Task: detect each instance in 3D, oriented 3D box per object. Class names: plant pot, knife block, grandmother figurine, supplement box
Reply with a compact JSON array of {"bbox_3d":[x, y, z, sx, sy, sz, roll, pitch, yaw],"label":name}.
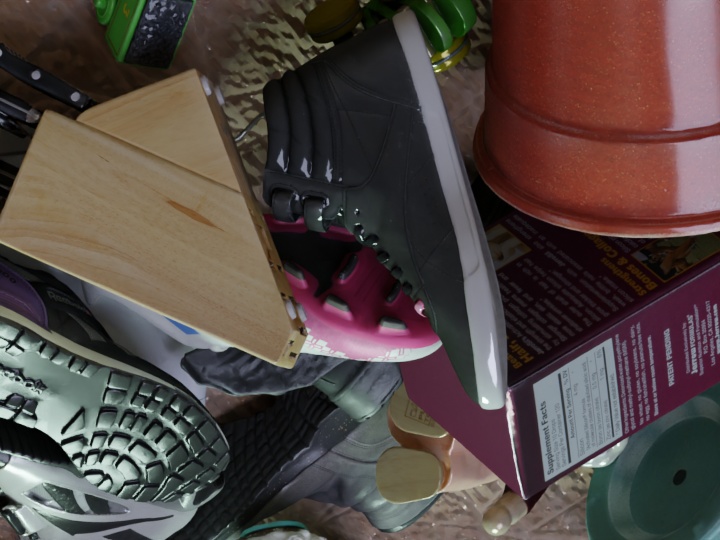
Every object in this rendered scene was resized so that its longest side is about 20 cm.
[{"bbox_3d":[0.243,0.156,1.768,0.188,0.200,0.200,34,109,-31],"label":"plant pot"},{"bbox_3d":[-0.138,-0.021,1.459,0.175,0.201,0.064,-22,175,5],"label":"knife block"},{"bbox_3d":[0.146,-0.152,1.484,0.200,0.201,0.196,-15,123,-11],"label":"plant pot"},{"bbox_3d":[0.089,0.086,1.692,0.200,0.060,0.122,3,110,-54],"label":"grandmother figurine"},{"bbox_3d":[0.128,0.017,1.571,0.200,0.110,0.086,-30,134,-20],"label":"supplement box"}]

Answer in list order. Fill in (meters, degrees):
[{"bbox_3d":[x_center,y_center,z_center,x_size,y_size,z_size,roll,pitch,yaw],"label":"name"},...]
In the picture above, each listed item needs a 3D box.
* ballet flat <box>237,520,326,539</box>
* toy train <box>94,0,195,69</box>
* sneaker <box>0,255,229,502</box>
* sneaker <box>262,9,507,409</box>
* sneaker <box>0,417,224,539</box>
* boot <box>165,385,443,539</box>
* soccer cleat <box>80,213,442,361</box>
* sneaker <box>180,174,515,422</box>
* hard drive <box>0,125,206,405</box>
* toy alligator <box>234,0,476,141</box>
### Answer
[{"bbox_3d":[-0.032,0.192,1.705,0.072,0.072,0.200,-32,161,4],"label":"ballet flat"},{"bbox_3d":[-0.081,-0.185,1.440,0.042,0.056,0.200,6,124,-27],"label":"toy train"},{"bbox_3d":[-0.144,0.043,1.536,0.076,0.088,0.200,-38,129,22],"label":"sneaker"},{"bbox_3d":[0.009,-0.019,1.469,0.099,0.201,0.071,-17,174,4],"label":"sneaker"},{"bbox_3d":[-0.172,0.114,1.595,0.200,0.074,0.089,23,116,-37],"label":"sneaker"},{"bbox_3d":[-0.022,0.124,1.710,0.200,0.070,0.132,-38,137,15],"label":"boot"},{"bbox_3d":[-0.052,0.010,1.530,0.199,0.070,0.086,20,136,6],"label":"soccer cleat"},{"bbox_3d":[-0.001,0.000,1.611,0.104,0.060,0.200,37,81,-7],"label":"sneaker"},{"bbox_3d":[-0.142,0.008,1.590,0.132,0.027,0.200,-7,129,-17],"label":"hard drive"},{"bbox_3d":[-0.005,-0.102,1.521,0.200,0.054,0.059,-34,114,-6],"label":"toy alligator"}]
